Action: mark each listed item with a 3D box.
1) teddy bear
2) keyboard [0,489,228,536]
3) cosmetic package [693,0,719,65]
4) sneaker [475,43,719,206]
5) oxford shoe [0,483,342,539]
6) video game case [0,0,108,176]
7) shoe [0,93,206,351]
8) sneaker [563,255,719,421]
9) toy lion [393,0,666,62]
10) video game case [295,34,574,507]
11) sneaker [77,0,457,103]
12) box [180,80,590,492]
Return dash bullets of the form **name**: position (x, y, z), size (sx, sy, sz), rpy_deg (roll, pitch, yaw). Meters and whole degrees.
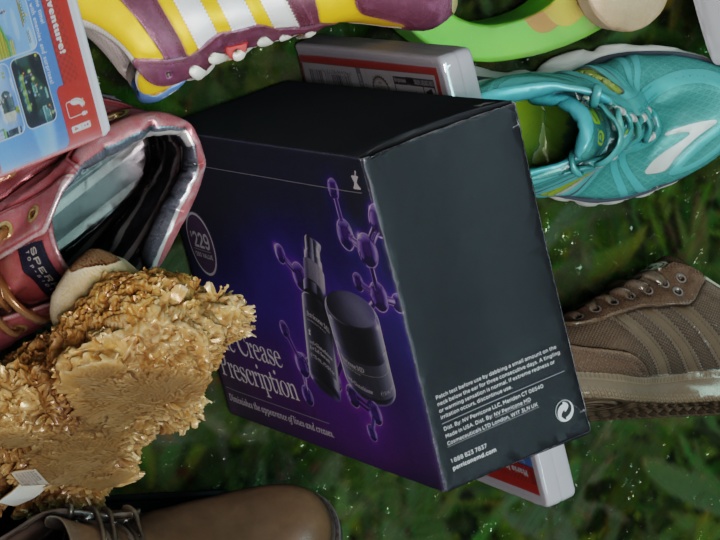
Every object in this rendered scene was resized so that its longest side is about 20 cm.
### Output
- **teddy bear**: position (-0.123, 0.051, 1.029), size (0.144, 0.200, 0.067), rpy_deg (-3, 63, -16)
- **keyboard**: position (-0.139, 0.155, 1.116), size (0.199, 0.040, 0.105), rpy_deg (-1, 74, -28)
- **cosmetic package**: position (0.264, -0.204, 1.174), size (0.167, 0.199, 0.167), rpy_deg (-31, 110, -37)
- **sneaker**: position (0.102, -0.063, 1.188), size (0.199, 0.079, 0.078), rpy_deg (-9, 100, -29)
- **oxford shoe**: position (-0.097, 0.129, 1.043), size (0.199, 0.073, 0.085), rpy_deg (-20, 145, -19)
- **video game case**: position (-0.186, -0.089, 0.931), size (0.199, 0.017, 0.144), rpy_deg (-26, 108, -43)
- **shoe**: position (-0.153, 0.000, 1.047), size (0.200, 0.091, 0.072), rpy_deg (-43, 114, -18)
- **sneaker**: position (0.131, 0.032, 1.235), size (0.199, 0.070, 0.076), rpy_deg (2, 76, -32)
- **toy lion**: position (0.032, -0.189, 1.150), size (0.190, 0.069, 0.201), rpy_deg (-17, 105, -19)
- **video game case**: position (0.031, -0.004, 1.119), size (0.017, 0.143, 0.201), rpy_deg (-20, 106, -23)
- **sneaker**: position (-0.060, -0.110, 1.076), size (0.198, 0.075, 0.091), rpy_deg (11, 85, -5)
- **box**: position (0.000, 0.000, 1.070), size (0.078, 0.200, 0.142), rpy_deg (-18, 104, -25)
